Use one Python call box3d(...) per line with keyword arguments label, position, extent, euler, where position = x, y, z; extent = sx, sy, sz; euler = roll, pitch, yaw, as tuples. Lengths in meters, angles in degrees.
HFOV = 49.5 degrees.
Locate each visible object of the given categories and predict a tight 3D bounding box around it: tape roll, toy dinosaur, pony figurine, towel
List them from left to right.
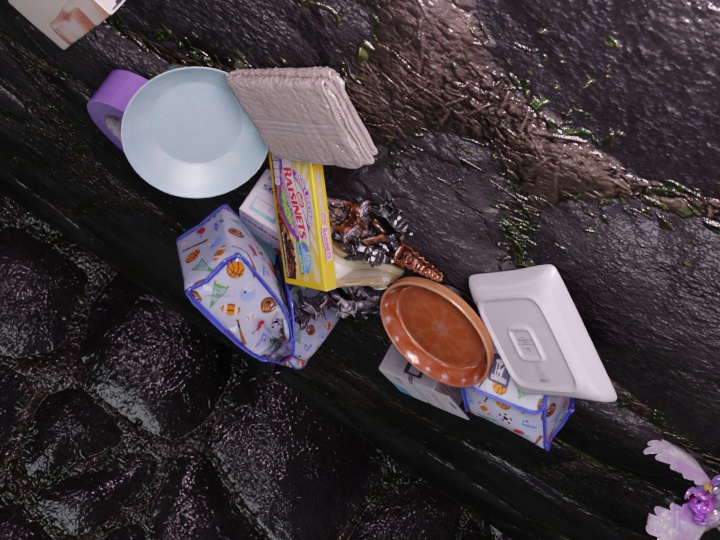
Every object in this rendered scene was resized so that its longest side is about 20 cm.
box3d(label="tape roll", position=(-0.337, -0.227, 1.257), extent=(0.198, 0.066, 0.201), euler=(29, 161, 10))
box3d(label="towel", position=(-0.072, -0.188, 0.947), extent=(0.198, 0.035, 0.133), euler=(15, 147, 43))
box3d(label="toy dinosaur", position=(0.029, -0.051, 1.112), extent=(0.196, 0.104, 0.136), euler=(12, 176, 4))
box3d(label="pony figurine", position=(0.551, 0.357, 1.217), extent=(0.191, 0.169, 0.200), euler=(27, 148, -12))

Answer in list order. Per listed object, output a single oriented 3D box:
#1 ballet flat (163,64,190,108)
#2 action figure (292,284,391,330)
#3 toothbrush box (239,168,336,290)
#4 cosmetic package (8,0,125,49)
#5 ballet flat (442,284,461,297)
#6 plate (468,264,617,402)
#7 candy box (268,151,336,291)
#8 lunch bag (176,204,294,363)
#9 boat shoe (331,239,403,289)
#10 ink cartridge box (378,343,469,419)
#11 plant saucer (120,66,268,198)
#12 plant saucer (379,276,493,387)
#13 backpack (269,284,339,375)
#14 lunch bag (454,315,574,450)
box3d(label="ballet flat", position=(-0.217, -0.212, 1.113), extent=(0.075, 0.068, 0.201), euler=(38, 164, 43))
box3d(label="action figure", position=(-0.018, 0.035, 1.334), extent=(0.119, 0.196, 0.104), euler=(118, 136, -59))
box3d(label="toothbrush box", position=(-0.120, -0.063, 1.295), extent=(0.145, 0.086, 0.200), euler=(33, 161, 1))
box3d(label="cosmetic package", position=(-0.314, -0.331, 0.881), extent=(0.087, 0.104, 0.199), euler=(42, 161, -29))
box3d(label="ballet flat", position=(0.153, 0.090, 1.287), extent=(0.066, 0.057, 0.201), euler=(21, 159, 32))
box3d(label="plate", position=(0.235, 0.094, 1.068), extent=(0.203, 0.032, 0.199), euler=(62, 155, -8))
box3d(label="candy box", position=(-0.082, -0.077, 1.090), extent=(0.101, 0.026, 0.204), euler=(8, 110, 47))
box3d(label="lunch bag", position=(-0.173, 0.027, 1.191), extent=(0.201, 0.123, 0.171), euler=(54, -174, -33))
box3d(label="boat shoe", position=(0.002, 0.001, 1.195), extent=(0.073, 0.064, 0.200), euler=(32, -170, 23))
box3d(label="ink cartridge box", position=(0.149, 0.236, 1.664), extent=(0.198, 0.067, 0.116), euler=(16, 157, 42))
box3d(label="plant saucer", position=(-0.219, -0.189, 1.048), extent=(0.201, 0.199, 0.039), euler=(48, -164, -42))
box3d(label="plant saucer", position=(0.118, 0.092, 1.193), extent=(0.198, 0.032, 0.203), euler=(29, 143, 24))
box3d(label="backpack", position=(-0.148, 0.084, 1.582), extent=(0.190, 0.201, 0.153), euler=(44, 154, -18))
box3d(label="lunch bag", position=(0.246, 0.171, 1.253), extent=(0.168, 0.124, 0.202), euler=(21, 144, 31))
